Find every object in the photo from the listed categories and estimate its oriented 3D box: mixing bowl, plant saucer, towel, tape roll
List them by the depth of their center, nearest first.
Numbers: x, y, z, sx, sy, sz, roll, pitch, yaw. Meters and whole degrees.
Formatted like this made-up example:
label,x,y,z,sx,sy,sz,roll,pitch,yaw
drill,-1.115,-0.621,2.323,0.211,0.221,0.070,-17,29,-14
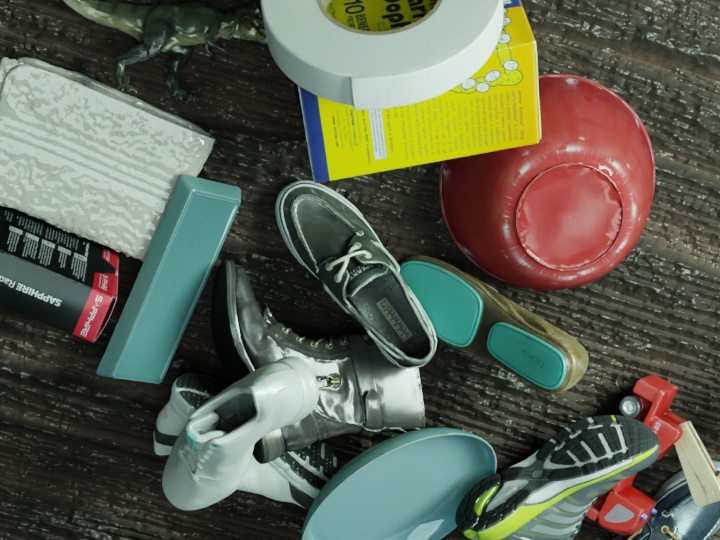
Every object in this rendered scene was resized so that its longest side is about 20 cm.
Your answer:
label,x,y,z,sx,sy,sz,roll,pitch,yaw
tape roll,0.018,-0.216,1.570,0.201,0.204,0.037,-10,141,-2
towel,-0.241,-0.097,1.677,0.198,0.035,0.133,23,106,-14
mixing bowl,0.174,-0.062,1.691,0.198,0.109,0.202,-2,110,-5
plant saucer,-0.167,0.013,1.712,0.070,0.019,0.201,11,109,-43
plant saucer,0.031,0.206,1.760,0.199,0.028,0.201,-21,145,-15

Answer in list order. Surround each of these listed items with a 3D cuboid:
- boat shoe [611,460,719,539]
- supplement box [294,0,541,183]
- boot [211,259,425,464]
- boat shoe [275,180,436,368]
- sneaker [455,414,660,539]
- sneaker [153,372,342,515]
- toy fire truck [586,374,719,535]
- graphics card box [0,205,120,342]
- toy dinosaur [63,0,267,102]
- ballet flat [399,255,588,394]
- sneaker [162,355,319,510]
label,x,y,z,sx,sy,sz,roll,pitch,yaw
boat shoe,0.286,0.269,1.821,0.200,0.091,0.071,-42,107,9
supplement box,0.044,-0.165,1.626,0.198,0.109,0.110,-11,134,-3
boot,-0.035,0.072,1.736,0.173,0.069,0.202,-14,84,-19
boat shoe,0.000,0.000,1.695,0.071,0.064,0.200,-41,90,-3
sneaker,0.188,0.202,1.771,0.199,0.074,0.081,-28,127,13
sneaker,-0.100,0.172,1.771,0.199,0.074,0.080,33,117,-10
toy fire truck,0.297,0.168,1.773,0.140,0.049,0.201,30,106,23
graphics card box,-0.306,-0.014,1.650,0.199,0.126,0.051,24,105,-14
toy dinosaur,-0.171,-0.193,1.646,0.198,0.047,0.089,7,93,-7
ballet flat,0.122,0.046,1.728,0.199,0.072,0.068,28,111,27
sneaker,-0.125,0.141,1.647,0.200,0.088,0.076,-46,71,34
